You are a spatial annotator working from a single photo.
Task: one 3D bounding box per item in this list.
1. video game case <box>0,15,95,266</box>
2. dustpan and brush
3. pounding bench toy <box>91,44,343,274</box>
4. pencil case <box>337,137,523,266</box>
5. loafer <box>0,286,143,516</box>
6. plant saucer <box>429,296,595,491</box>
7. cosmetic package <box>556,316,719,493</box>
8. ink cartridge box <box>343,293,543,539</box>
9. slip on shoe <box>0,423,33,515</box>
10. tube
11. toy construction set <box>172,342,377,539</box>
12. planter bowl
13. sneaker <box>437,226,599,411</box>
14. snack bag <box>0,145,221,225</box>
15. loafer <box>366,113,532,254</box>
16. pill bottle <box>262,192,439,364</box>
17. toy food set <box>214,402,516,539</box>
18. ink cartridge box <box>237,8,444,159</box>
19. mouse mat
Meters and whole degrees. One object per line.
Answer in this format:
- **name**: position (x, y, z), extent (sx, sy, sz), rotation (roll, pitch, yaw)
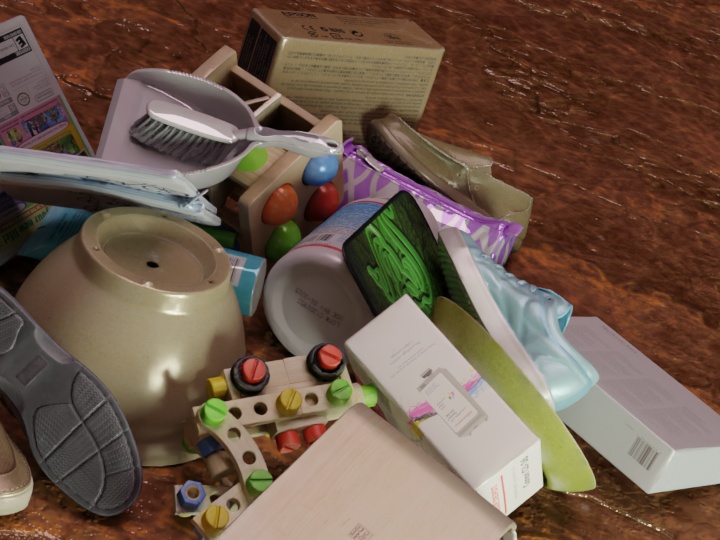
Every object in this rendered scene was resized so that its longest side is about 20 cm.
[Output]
- **video game case**: position (-0.312, -0.109, 1.509), extent (0.200, 0.022, 0.182), rotation (-41, 108, -55)
- **dustpan and brush**: position (-0.116, -0.114, 1.495), extent (0.200, 0.057, 0.140), rotation (16, 46, -9)
- **pounding bench toy**: position (-0.125, -0.068, 1.580), extent (0.156, 0.124, 0.200), rotation (35, 63, 21)
- **pencil case**: position (0.057, -0.054, 1.724), extent (0.200, 0.086, 0.084), rotation (28, 33, 9)
- **loafer**: position (-0.224, 0.088, 1.272), extent (0.200, 0.072, 0.063), rotation (52, -4, 1)
- **plant saucer**: position (0.115, 0.108, 1.432), extent (0.031, 0.200, 0.200), rotation (-38, 52, -7)
- **cosmetic package**: position (0.231, 0.115, 1.561), extent (0.151, 0.052, 0.200), rotation (1, 33, -50)
- **ink cartridge box**: position (0.079, 0.127, 1.361), extent (0.067, 0.117, 0.200), rotation (-37, 67, -9)
- **slip on shoe**: position (-0.297, 0.095, 1.258), extent (0.076, 0.061, 0.200), rotation (-6, 38, -40)
- **tube**: position (-0.181, -0.011, 1.485), extent (0.200, 0.050, 0.077), rotation (15, 32, 5)
- **toy construction set**: position (-0.051, 0.129, 1.312), extent (0.200, 0.092, 0.131), rotation (-1, 63, -37)
- **planter bowl**: position (-0.175, 0.036, 1.364), extent (0.200, 0.135, 0.200), rotation (16, 29, -9)
- **sneaker**: position (0.136, 0.037, 1.513), extent (0.082, 0.074, 0.200), rotation (-23, 63, -13)
- **snack bag**: position (-0.212, -0.066, 1.387), extent (0.188, 0.021, 0.200), rotation (8, -6, 3)
- **loafer**: position (0.093, -0.097, 1.785), extent (0.200, 0.067, 0.076), rotation (39, -14, -12)
- **pill bottle**: position (0.000, 0.000, 1.569), extent (0.109, 0.109, 0.200), rotation (27, 30, 11)
- **toy food set**: position (-0.004, 0.198, 1.226), extent (0.143, 0.060, 0.200), rotation (37, 57, 16)
- **ink cartridge box**: position (-0.033, -0.173, 1.782), extent (0.200, 0.165, 0.075), rotation (-1, 33, -35)
- **mouse mat**: position (0.058, 0.039, 1.521), extent (0.200, 0.008, 0.161), rotation (60, 30, -9)
